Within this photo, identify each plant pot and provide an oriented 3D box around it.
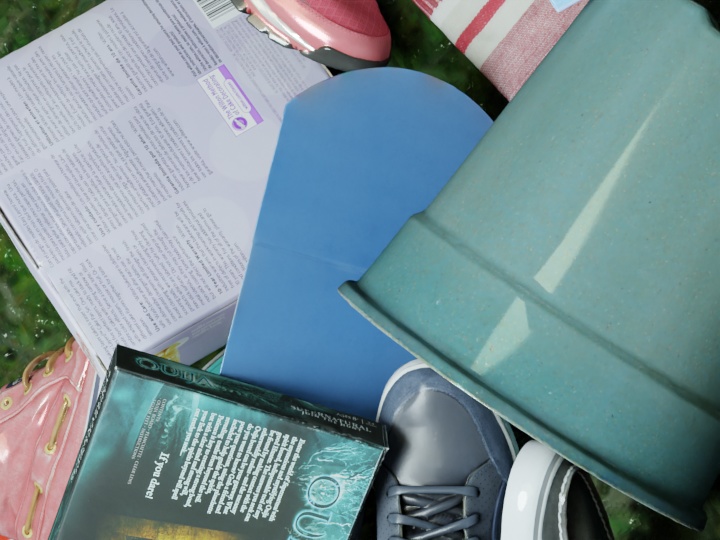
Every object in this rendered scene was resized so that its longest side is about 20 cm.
[{"bbox_3d":[0.125,-0.018,1.171,0.200,0.200,0.196,34,94,28],"label":"plant pot"}]

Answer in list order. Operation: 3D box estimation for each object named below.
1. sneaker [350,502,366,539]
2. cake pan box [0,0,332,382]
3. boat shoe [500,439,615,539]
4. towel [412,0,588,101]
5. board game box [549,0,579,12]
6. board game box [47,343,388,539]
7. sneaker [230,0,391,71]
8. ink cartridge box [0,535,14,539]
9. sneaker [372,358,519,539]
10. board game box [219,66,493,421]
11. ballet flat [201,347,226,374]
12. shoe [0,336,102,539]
[{"bbox_3d":[-0.042,0.167,1.318,0.070,0.082,0.200,28,120,0],"label":"sneaker"},{"bbox_3d":[-0.099,-0.058,1.326,0.184,0.052,0.200,-31,67,-13],"label":"cake pan box"},{"bbox_3d":[0.110,0.162,1.182,0.057,0.069,0.200,4,127,26],"label":"boat shoe"},{"bbox_3d":[0.070,-0.194,1.310,0.144,0.023,0.200,-50,62,18],"label":"towel"},{"bbox_3d":[0.162,-0.208,1.177,0.200,0.151,0.037,-28,116,13],"label":"board game box"},{"bbox_3d":[-0.083,0.144,1.222,0.135,0.028,0.200,17,112,-11],"label":"board game box"},{"bbox_3d":[-0.035,-0.191,1.322,0.087,0.074,0.200,-46,63,33],"label":"sneaker"},{"bbox_3d":[-0.295,0.114,1.473,0.200,0.044,0.174,-24,72,26],"label":"ink cartridge box"},{"bbox_3d":[0.038,0.151,1.193,0.077,0.146,0.202,-3,101,7],"label":"sneaker"},{"bbox_3d":[0.000,0.000,1.261,0.039,0.158,0.200,12,88,53],"label":"board game box"},{"bbox_3d":[-0.080,0.112,1.338,0.069,0.069,0.200,41,99,27],"label":"ballet flat"},{"bbox_3d":[-0.151,0.059,1.378,0.091,0.071,0.200,16,97,25],"label":"shoe"}]
